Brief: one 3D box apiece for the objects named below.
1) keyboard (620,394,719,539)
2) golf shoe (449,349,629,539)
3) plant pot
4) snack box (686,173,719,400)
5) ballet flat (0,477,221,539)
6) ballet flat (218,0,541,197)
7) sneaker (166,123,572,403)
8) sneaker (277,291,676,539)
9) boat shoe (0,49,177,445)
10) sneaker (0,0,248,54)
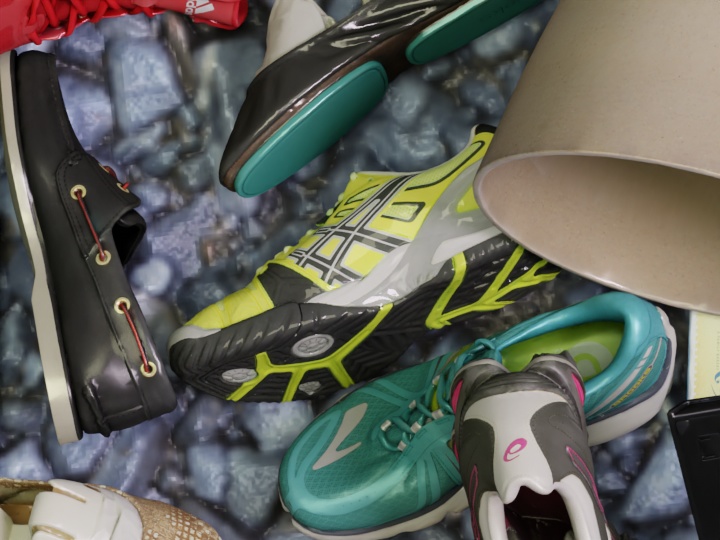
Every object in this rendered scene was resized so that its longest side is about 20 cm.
[{"bbox_3d":[0.171,0.149,1.098,0.127,0.021,0.200,-11,101,25],"label":"keyboard"},{"bbox_3d":[0.081,0.132,1.133,0.077,0.088,0.200,-14,124,9],"label":"golf shoe"},{"bbox_3d":[0.164,-0.103,1.113,0.187,0.187,0.200,14,75,8],"label":"plant pot"},{"bbox_3d":[0.213,-0.019,1.193,0.116,0.037,0.200,2,85,9],"label":"snack box"},{"bbox_3d":[-0.165,0.126,1.209,0.200,0.065,0.071,2,60,6],"label":"ballet flat"},{"bbox_3d":[0.004,-0.113,1.219,0.200,0.068,0.068,-34,72,-7],"label":"ballet flat"},{"bbox_3d":[0.000,0.000,1.211,0.200,0.075,0.076,-23,61,2],"label":"sneaker"},{"bbox_3d":[0.049,0.060,1.182,0.200,0.080,0.078,-26,69,3],"label":"sneaker"},{"bbox_3d":[-0.133,-0.017,1.213,0.063,0.074,0.202,-14,67,-5],"label":"boat shoe"},{"bbox_3d":[-0.119,-0.137,1.208,0.115,0.078,0.200,38,72,5],"label":"sneaker"}]
